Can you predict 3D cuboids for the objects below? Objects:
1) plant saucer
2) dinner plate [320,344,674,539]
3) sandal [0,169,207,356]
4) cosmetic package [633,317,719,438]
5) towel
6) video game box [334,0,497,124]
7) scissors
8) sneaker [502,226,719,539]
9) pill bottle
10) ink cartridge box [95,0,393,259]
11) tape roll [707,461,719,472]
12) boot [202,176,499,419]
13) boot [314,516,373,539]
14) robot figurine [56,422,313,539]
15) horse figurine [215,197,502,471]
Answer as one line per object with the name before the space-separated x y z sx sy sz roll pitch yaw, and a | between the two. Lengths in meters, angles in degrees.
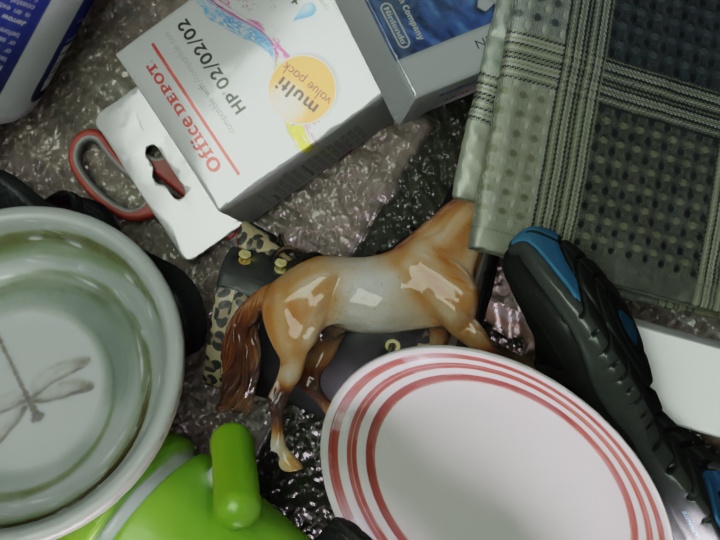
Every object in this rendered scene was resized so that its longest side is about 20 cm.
plant saucer | -0.190 0.063 1.000 0.199 0.050 0.201 -3 66 7
dinner plate | 0.070 0.119 0.923 0.199 0.024 0.201 17 129 22
sandal | -0.160 -0.005 1.075 0.200 0.048 0.076 29 130 30
cosmetic package | 0.200 0.066 0.977 0.199 0.083 0.051 16 89 13
towel | 0.150 -0.081 0.969 0.192 0.035 0.201 15 79 -21
video game box | 0.060 -0.205 1.004 0.182 0.047 0.201 -23 81 -21
scissors | -0.093 -0.025 1.088 0.073 0.014 0.200 -45 81 0
sneaker | 0.115 0.074 0.913 0.082 0.073 0.201 -25 102 22
pill bottle | -0.227 -0.156 1.060 0.120 0.120 0.200 39 112 12
ink cartridge box | -0.058 -0.108 1.048 0.200 0.068 0.115 -35 80 5
tape roll | 0.157 0.200 0.988 0.199 0.066 0.201 -1 86 14
boot | 0.000 0.000 1.030 0.150 0.073 0.201 15 97 9
boot | 0.009 0.240 0.939 0.132 0.070 0.200 -45 84 -1
robot figurine | -0.095 0.172 1.024 0.200 0.116 0.176 38 116 12
horse figurine | 0.007 0.032 0.969 0.199 0.050 0.133 -10 96 9
